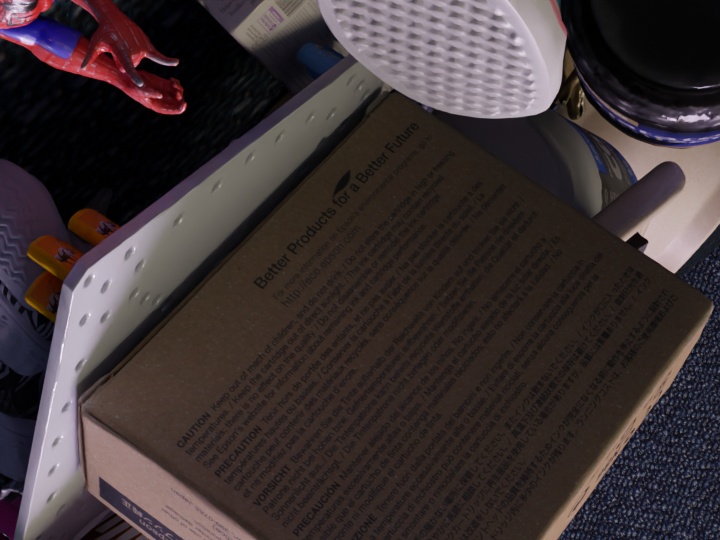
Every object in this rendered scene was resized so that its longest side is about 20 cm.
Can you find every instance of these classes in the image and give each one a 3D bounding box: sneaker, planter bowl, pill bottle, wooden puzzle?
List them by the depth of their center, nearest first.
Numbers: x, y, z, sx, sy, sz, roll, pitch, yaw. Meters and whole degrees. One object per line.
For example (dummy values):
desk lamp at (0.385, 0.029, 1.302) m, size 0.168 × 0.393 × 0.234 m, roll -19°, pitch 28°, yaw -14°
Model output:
sneaker at (0.016, -0.134, 0.492) m, size 0.200 × 0.075 × 0.105 m, roll 44°, pitch 57°, yaw -46°
sneaker at (-0.122, -0.001, 0.680) m, size 0.115 × 0.075 × 0.200 m, roll -46°, pitch 164°, yaw -31°
pill bottle at (0.147, -0.115, 0.738) m, size 0.112 × 0.112 × 0.200 m, roll -44°, pitch 174°, yaw 8°
wooden puzzle at (0.081, 0.042, 0.842) m, size 0.185 × 0.037 × 0.200 m, roll -38°, pitch 167°, yaw -18°
pill bottle at (0.092, -0.038, 0.945) m, size 0.114 × 0.114 × 0.200 m, roll -45°, pitch 165°, yaw 13°
planter bowl at (0.192, -0.076, 1.133) m, size 0.200 × 0.135 × 0.200 m, roll -51°, pitch 177°, yaw -4°

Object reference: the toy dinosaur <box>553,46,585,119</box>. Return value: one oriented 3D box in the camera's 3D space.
toy dinosaur at (0.133, -0.155, 0.894) m, size 0.101 × 0.058 × 0.200 m, roll -48°, pitch 171°, yaw -44°

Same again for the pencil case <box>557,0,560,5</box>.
pencil case at (0.044, -0.139, 0.688) m, size 0.093 × 0.085 × 0.200 m, roll -57°, pitch 169°, yaw -9°

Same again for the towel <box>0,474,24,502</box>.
towel at (-0.134, 0.112, 0.981) m, size 0.200 × 0.086 × 0.166 m, roll -34°, pitch 168°, yaw -31°

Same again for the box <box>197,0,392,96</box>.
box at (-0.027, -0.101, 0.700) m, size 0.041 × 0.039 × 0.200 m, roll -44°, pitch 167°, yaw 4°

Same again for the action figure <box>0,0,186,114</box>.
action figure at (-0.056, -0.094, 0.518) m, size 0.200 × 0.099 × 0.065 m, roll -30°, pitch 162°, yaw -35°

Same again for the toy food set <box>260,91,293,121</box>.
toy food set at (0.000, 0.000, 0.873) m, size 0.060 × 0.144 × 0.200 m, roll -34°, pitch 165°, yaw -25°

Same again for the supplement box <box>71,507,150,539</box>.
supplement box at (-0.041, 0.176, 0.745) m, size 0.197 × 0.200 × 0.133 m, roll -36°, pitch -164°, yaw -25°

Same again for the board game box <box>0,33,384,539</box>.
board game box at (-0.072, 0.012, 0.666) m, size 0.200 × 0.026 × 0.200 m, roll -43°, pitch 162°, yaw -42°

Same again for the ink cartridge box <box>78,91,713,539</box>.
ink cartridge box at (0.016, 0.049, 0.643) m, size 0.200 × 0.165 × 0.075 m, roll -47°, pitch 164°, yaw -30°

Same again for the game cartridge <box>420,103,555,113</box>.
game cartridge at (0.090, -0.116, 1.017) m, size 0.133 × 0.041 × 0.200 m, roll -31°, pitch 163°, yaw -29°
